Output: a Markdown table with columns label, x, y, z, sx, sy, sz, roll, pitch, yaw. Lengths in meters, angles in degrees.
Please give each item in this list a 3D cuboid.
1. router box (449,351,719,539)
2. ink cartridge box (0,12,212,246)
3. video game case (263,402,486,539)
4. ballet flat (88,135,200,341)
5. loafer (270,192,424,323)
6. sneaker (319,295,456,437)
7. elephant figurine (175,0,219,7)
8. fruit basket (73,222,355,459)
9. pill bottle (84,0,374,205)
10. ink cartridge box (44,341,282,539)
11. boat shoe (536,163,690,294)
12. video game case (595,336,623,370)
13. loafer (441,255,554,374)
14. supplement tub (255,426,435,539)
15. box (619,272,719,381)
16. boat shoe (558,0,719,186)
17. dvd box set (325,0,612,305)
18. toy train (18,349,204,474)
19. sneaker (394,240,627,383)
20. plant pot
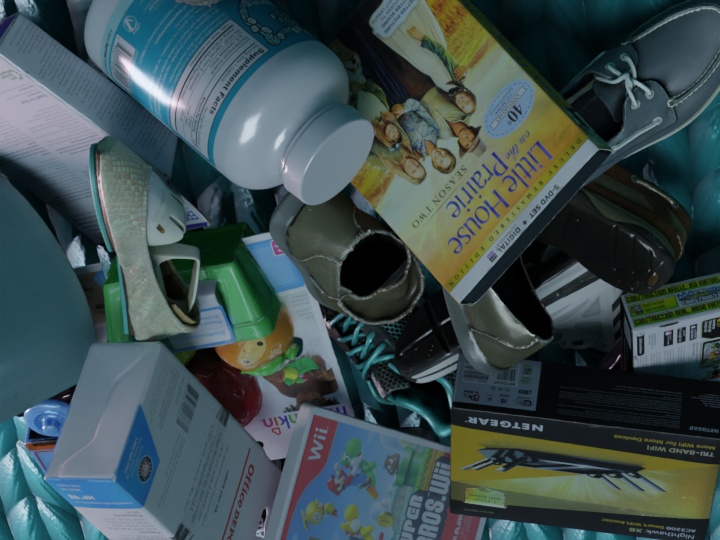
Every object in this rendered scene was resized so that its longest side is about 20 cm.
| label | x | y | z | sx | sy | sz | roll | pitch | yaw |
| --- | --- | --- | --- | --- | --- | --- | --- | --- | --- |
| router box | 0.166 | 0.134 | 1.715 | 0.199 | 0.052 | 0.157 | 6 | 145 | 7 |
| ink cartridge box | -0.214 | -0.097 | 1.660 | 0.200 | 0.041 | 0.199 | 40 | 157 | -23 |
| video game case | 0.016 | 0.193 | 1.772 | 0.200 | 0.143 | 0.017 | 19 | 174 | -38 |
| ballet flat | -0.144 | -0.024 | 1.595 | 0.062 | 0.068 | 0.200 | -2 | 144 | 2 |
| loafer | 0.000 | 0.000 | 1.648 | 0.075 | 0.070 | 0.200 | -51 | 152 | 1 |
| sneaker | 0.020 | 0.055 | 1.771 | 0.200 | 0.091 | 0.078 | 32 | 131 | -13 |
| elephant figurine | -0.100 | -0.245 | 1.503 | 0.155 | 0.142 | 0.200 | 4 | 156 | 45 |
| fruit basket | -0.111 | 0.070 | 1.744 | 0.185 | 0.094 | 0.201 | -9 | 114 | 14 |
| pill bottle | -0.084 | -0.129 | 1.552 | 0.200 | 0.111 | 0.111 | 40 | 139 | 23 |
| ink cartridge box | -0.137 | 0.153 | 1.688 | 0.067 | 0.116 | 0.200 | -4 | 144 | 30 |
| boat shoe | 0.146 | -0.061 | 1.651 | 0.200 | 0.074 | 0.076 | 35 | 144 | 8 |
| video game case | 0.220 | 0.120 | 1.808 | 0.142 | 0.019 | 0.200 | 7 | 139 | -26 |
| loafer | 0.086 | -0.026 | 1.618 | 0.070 | 0.075 | 0.200 | -12 | 108 | 38 |
| supplement tub | -0.035 | 0.193 | 1.879 | 0.199 | 0.123 | 0.123 | -5 | 132 | 6 |
| box | 0.251 | 0.078 | 1.721 | 0.110 | 0.035 | 0.200 | -13 | 143 | -3 |
| boat shoe | 0.177 | -0.113 | 1.560 | 0.200 | 0.062 | 0.073 | -38 | 84 | 12 |
| dvd box set | 0.054 | -0.097 | 1.556 | 0.146 | 0.029 | 0.200 | -48 | 69 | 19 |
| toy train | -0.186 | 0.110 | 1.880 | 0.199 | 0.087 | 0.114 | -7 | 140 | 15 |
| sneaker | 0.131 | 0.046 | 1.728 | 0.200 | 0.076 | 0.115 | -33 | 125 | 10 |
| plant pot | -0.322 | 0.038 | 1.724 | 0.200 | 0.161 | 0.201 | 37 | 146 | 31 |
